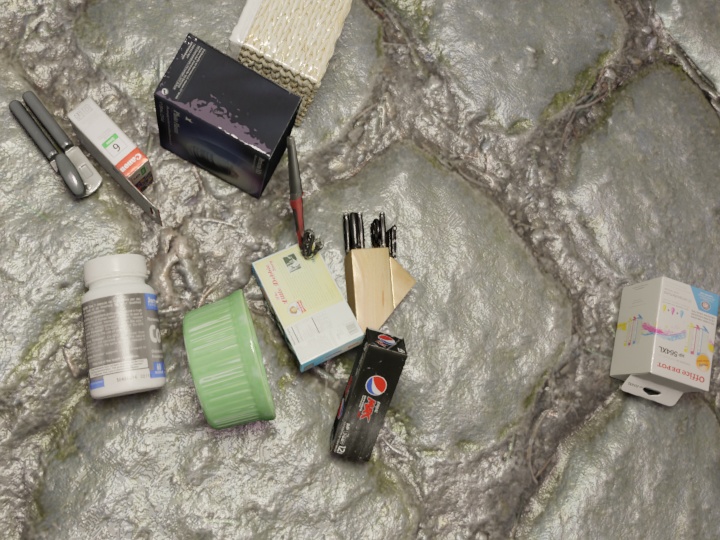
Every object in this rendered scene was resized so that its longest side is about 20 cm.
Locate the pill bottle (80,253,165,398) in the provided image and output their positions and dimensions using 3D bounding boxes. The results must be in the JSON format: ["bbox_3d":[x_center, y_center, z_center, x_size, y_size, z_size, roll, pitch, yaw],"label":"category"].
[{"bbox_3d":[-0.365,0.085,1.035,0.111,0.114,0.205,-8,81,-15],"label":"pill bottle"}]

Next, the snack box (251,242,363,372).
[{"bbox_3d":[-0.089,0.052,1.115,0.114,0.037,0.202,-22,65,-16],"label":"snack box"}]

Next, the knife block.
[{"bbox_3d":[0.000,0.000,1.166,0.175,0.064,0.201,41,73,-2],"label":"knife block"}]

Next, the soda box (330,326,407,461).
[{"bbox_3d":[0.012,0.199,1.080,0.069,0.064,0.204,16,109,-9],"label":"soda box"}]

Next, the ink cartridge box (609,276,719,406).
[{"bbox_3d":[0.555,0.135,1.241,0.126,0.125,0.205,16,75,-10],"label":"ink cartridge box"}]

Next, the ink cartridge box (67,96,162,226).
[{"bbox_3d":[-0.375,-0.170,1.085,0.200,0.109,0.050,46,73,-2],"label":"ink cartridge box"}]

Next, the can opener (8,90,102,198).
[{"bbox_3d":[-0.491,-0.205,1.091,0.052,0.067,0.201,-37,85,-16],"label":"can opener"}]

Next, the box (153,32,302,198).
[{"bbox_3d":[-0.215,-0.237,1.089,0.195,0.200,0.125,27,74,-6],"label":"box"}]

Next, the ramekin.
[{"bbox_3d":[-0.200,0.140,1.025,0.095,0.200,0.205,-15,83,-8],"label":"ramekin"}]

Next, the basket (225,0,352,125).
[{"bbox_3d":[-0.126,-0.391,1.146,0.158,0.198,0.204,22,74,-12],"label":"basket"}]

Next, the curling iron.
[{"bbox_3d":[-0.095,-0.117,1.097,0.049,0.026,0.205,1,111,27],"label":"curling iron"}]
